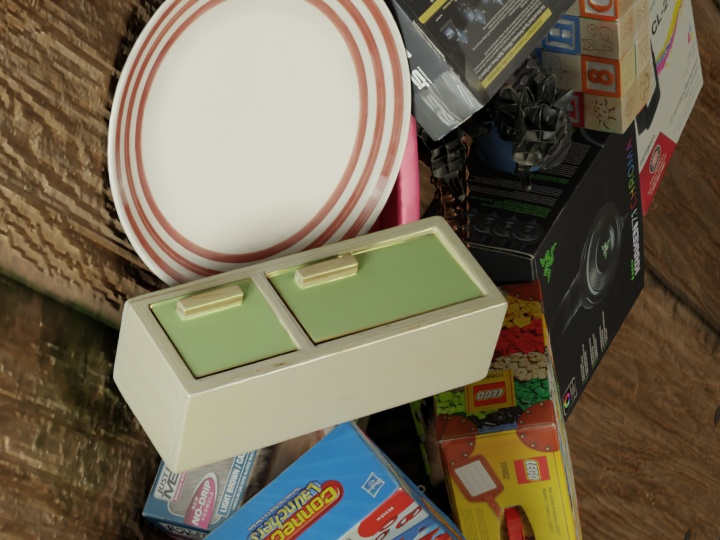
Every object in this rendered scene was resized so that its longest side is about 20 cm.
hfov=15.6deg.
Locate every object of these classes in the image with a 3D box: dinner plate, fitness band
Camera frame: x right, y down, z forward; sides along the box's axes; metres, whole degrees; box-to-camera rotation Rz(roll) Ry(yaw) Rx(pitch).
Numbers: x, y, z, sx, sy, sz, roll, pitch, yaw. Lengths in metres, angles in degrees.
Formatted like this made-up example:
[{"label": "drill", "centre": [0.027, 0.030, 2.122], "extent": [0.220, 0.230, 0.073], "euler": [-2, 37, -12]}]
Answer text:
[{"label": "dinner plate", "centre": [-0.056, -0.079, 1.428], "extent": [0.200, 0.024, 0.201], "euler": [-13, 111, -36]}, {"label": "fitness band", "centre": [-0.029, -0.040, 1.501], "extent": [0.143, 0.037, 0.201], "euler": [-18, 114, -38]}]

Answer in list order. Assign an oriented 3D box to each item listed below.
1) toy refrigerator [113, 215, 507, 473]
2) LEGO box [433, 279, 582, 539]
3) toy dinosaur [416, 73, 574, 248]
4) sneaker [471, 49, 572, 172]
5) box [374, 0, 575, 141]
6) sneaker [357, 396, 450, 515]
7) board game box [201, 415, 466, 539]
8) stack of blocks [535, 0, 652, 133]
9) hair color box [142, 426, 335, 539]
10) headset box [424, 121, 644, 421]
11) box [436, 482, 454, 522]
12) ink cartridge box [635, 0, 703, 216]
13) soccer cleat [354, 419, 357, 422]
[{"label": "toy refrigerator", "centre": [-0.026, 0.036, 1.424], "extent": [0.199, 0.076, 0.070], "euler": [-15, 141, -27]}, {"label": "LEGO box", "centre": [0.100, 0.132, 1.749], "extent": [0.149, 0.077, 0.201], "euler": [-91, 171, -51]}, {"label": "toy dinosaur", "centre": [0.065, -0.110, 1.661], "extent": [0.102, 0.136, 0.200], "euler": [-29, 120, -7]}, {"label": "sneaker", "centre": [0.073, -0.154, 1.738], "extent": [0.066, 0.078, 0.201], "euler": [-39, 119, -35]}, {"label": "box", "centre": [0.047, -0.189, 1.545], "extent": [0.161, 0.049, 0.200], "euler": [48, 39, -7]}, {"label": "sneaker", "centre": [0.027, 0.141, 1.723], "extent": [0.072, 0.083, 0.201], "euler": [66, 42, -55]}, {"label": "board game box", "centre": [-0.037, 0.196, 1.508], "extent": [0.200, 0.056, 0.196], "euler": [-40, 151, 0]}, {"label": "stack of blocks", "centre": [0.130, -0.199, 1.761], "extent": [0.059, 0.115, 0.201], "euler": [-50, 143, -48]}, {"label": "hair color box", "centre": [-0.052, 0.134, 1.567], "extent": [0.200, 0.060, 0.100], "euler": [48, 57, -61]}, {"label": "headset box", "centre": [0.121, -0.003, 1.860], "extent": [0.200, 0.092, 0.175], "euler": [-54, 146, -43]}, {"label": "box", "centre": [0.049, 0.271, 1.884], "extent": [0.160, 0.044, 0.201], "euler": [-38, 134, -58]}, {"label": "ink cartridge box", "centre": [0.184, -0.161, 1.945], "extent": [0.146, 0.083, 0.200], "euler": [-63, 153, -31]}, {"label": "soccer cleat", "centre": [0.000, 0.000, 1.598], "extent": [0.081, 0.067, 0.201], "euler": [-117, -146, -77]}]
